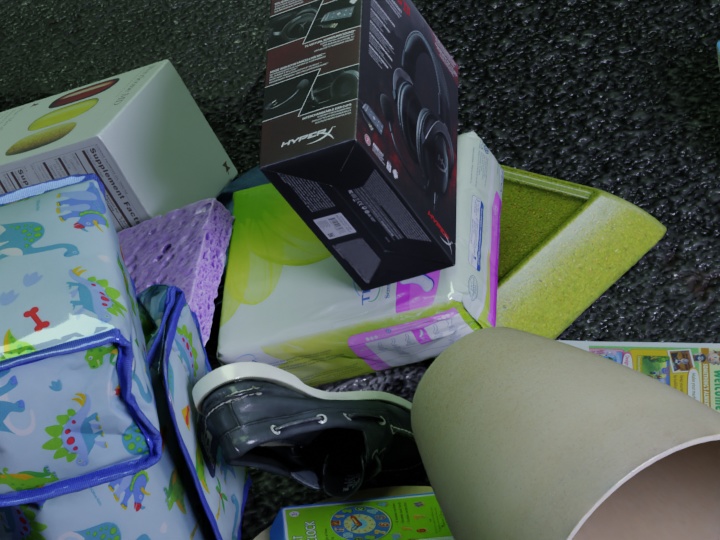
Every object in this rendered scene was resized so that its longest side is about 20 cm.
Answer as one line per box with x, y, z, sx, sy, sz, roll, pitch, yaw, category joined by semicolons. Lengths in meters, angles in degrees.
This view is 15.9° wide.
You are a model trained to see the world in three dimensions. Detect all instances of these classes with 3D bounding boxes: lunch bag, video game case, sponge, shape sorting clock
-0.152;0.131;1.632;0.127;0.170;0.200;11;44;34;lunch bag
-0.228;0.054;1.509;0.200;0.128;0.170;-14;36;-3;lunch bag
0.158;0.111;1.649;0.182;0.022;0.200;1;35;6;video game case
-0.152;0.047;1.808;0.111;0.030;0.200;-20;44;34;sponge
0.015;0.193;1.595;0.200;0.039;0.200;-3;28;1;shape sorting clock

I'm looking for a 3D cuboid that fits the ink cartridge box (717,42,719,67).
0.374;-0.135;1.900;0.200;0.067;0.116;-12;33;4;ink cartridge box

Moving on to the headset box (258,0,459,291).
0.003;-0.112;1.732;0.077;0.149;0.200;-15;49;23;headset box

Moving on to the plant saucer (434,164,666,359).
0.086;-0.017;1.872;0.200;0.048;0.200;16;44;39;plant saucer

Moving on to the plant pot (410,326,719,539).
0.121;0.121;1.500;0.187;0.187;0.200;-27;43;-18;plant pot

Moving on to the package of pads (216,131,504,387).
0.000;0.000;1.800;0.200;0.068;0.155;-14;51;25;package of pads

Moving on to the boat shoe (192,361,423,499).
-0.021;0.113;1.641;0.074;0.199;0.066;-35;54;25;boat shoe

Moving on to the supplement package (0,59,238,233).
-0.215;-0.068;1.964;0.200;0.110;0.114;-14;28;38;supplement package

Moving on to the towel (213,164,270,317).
-0.074;-0.035;1.964;0.200;0.049;0.112;-35;34;-26;towel
